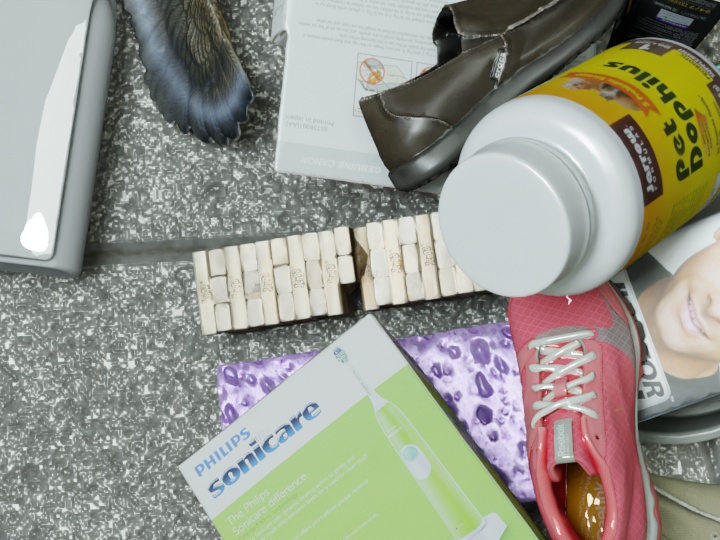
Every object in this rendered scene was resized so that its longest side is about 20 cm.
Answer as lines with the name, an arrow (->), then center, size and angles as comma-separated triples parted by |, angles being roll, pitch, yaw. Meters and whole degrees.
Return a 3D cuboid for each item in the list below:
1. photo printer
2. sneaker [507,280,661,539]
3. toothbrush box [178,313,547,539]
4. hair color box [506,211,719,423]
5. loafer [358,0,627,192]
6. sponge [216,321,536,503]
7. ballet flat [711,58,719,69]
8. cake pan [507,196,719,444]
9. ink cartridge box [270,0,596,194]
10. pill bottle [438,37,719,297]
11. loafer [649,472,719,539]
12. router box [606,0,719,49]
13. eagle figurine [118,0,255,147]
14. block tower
photo printer -> -0.239, -0.103, 1.100 | 0.165, 0.069, 0.201 | 6, 81, 10
sneaker -> 0.125, 0.080, 0.987 | 0.073, 0.087, 0.201 | -14, 86, 19
toothbrush box -> 0.014, 0.151, 1.000 | 0.145, 0.086, 0.200 | -39, 62, 2
hair color box -> 0.198, 0.024, 1.039 | 0.199, 0.061, 0.100 | -22, 84, 17
loafer -> 0.079, -0.132, 1.020 | 0.200, 0.073, 0.071 | -43, 98, -15
sponge -> 0.013, 0.101, 1.092 | 0.199, 0.030, 0.112 | -9, 81, 8
ballet flat -> 0.287, -0.054, 1.118 | 0.200, 0.075, 0.068 | 43, 99, 10
cake pan -> 0.191, 0.006, 1.093 | 0.199, 0.037, 0.202 | 0, 91, 18
ink cartridge box -> 0.045, -0.131, 1.071 | 0.199, 0.044, 0.175 | 7, 84, -15
pill bottle -> 0.126, -0.055, 0.966 | 0.109, 0.109, 0.200 | 52, 40, 5
loafer -> 0.211, 0.157, 1.088 | 0.199, 0.076, 0.068 | 33, 80, -7
router box -> 0.217, -0.240, 1.101 | 0.052, 0.157, 0.201 | 18, 82, 1
eagle figurine -> -0.092, -0.199, 1.116 | 0.151, 0.151, 0.200 | -16, 118, 34
block tower -> 0.000, 0.000, 1.092 | 0.199, 0.058, 0.054 | -9, 85, 7
